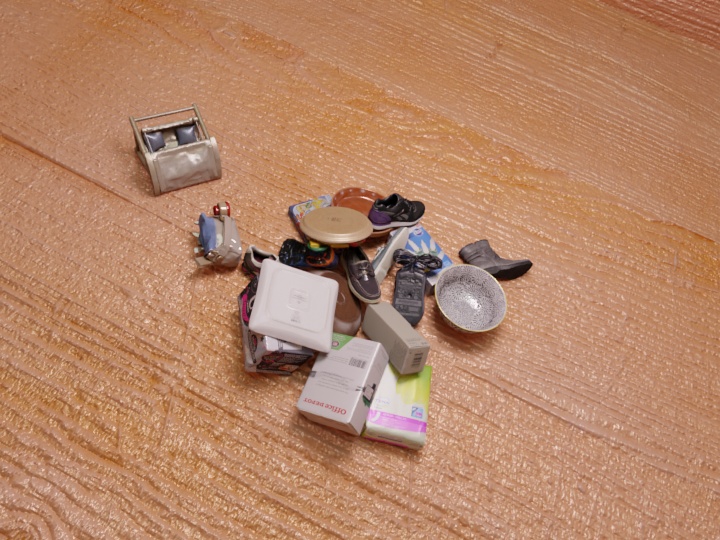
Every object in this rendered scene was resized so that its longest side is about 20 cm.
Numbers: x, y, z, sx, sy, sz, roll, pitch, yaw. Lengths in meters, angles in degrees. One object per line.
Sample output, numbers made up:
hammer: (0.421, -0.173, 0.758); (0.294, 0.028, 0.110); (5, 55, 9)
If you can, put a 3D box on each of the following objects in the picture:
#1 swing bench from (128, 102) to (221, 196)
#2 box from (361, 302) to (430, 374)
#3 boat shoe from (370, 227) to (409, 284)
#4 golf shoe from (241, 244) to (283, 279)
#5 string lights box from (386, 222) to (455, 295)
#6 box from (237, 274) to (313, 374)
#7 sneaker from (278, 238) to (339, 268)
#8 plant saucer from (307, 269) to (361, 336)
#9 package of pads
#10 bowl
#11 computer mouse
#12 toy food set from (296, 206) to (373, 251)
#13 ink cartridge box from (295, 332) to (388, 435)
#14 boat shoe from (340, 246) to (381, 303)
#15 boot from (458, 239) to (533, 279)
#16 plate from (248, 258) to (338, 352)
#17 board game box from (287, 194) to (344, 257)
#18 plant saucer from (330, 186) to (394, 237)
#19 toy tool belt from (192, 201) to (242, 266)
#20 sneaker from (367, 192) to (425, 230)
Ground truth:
swing bench: (-0.521, -0.342, 1.648); (0.197, 0.130, 0.201); (-21, 64, -24)
box: (0.083, 0.162, 1.423); (0.067, 0.083, 0.200); (-1, 30, -31)
boat shoe: (0.060, -0.041, 1.584); (0.061, 0.073, 0.201); (29, 82, 29)
golf shoe: (-0.220, 0.010, 1.507); (0.198, 0.089, 0.078); (28, 54, 5)
string lights box: (0.172, -0.038, 1.640); (0.102, 0.059, 0.201); (-27, 66, -24)
box: (-0.206, 0.129, 1.387); (0.131, 0.115, 0.202); (13, 50, -37)
sneaker: (-0.138, -0.034, 1.538); (0.198, 0.078, 0.076); (12, 78, 36)
plant saucer: (-0.063, 0.075, 1.468); (0.199, 0.037, 0.202); (33, 37, -29)
package of pads: (0.084, 0.309, 1.386); (0.152, 0.069, 0.202); (14, 54, -4)
bowl: (0.280, 0.093, 1.554); (0.197, 0.095, 0.203); (7, 56, -10)
computer mouse: (0.138, 0.052, 1.550); (0.136, 0.053, 0.203); (11, 81, 5)
toy food set: (-0.065, -0.111, 1.501); (0.195, 0.049, 0.201); (0, 30, -10)
ink cartridge box: (-0.039, 0.257, 1.340); (0.144, 0.085, 0.202); (9, 60, 28)
boat shoe: (0.000, 0.000, 1.509); (0.071, 0.065, 0.201); (-8, 45, -19)
boot: (0.393, -0.039, 1.688); (0.197, 0.070, 0.133); (-8, 54, -22)
plate: (-0.146, 0.073, 1.351); (0.197, 0.032, 0.202); (19, 51, -17)
board game box: (-0.104, -0.116, 1.646); (0.134, 0.035, 0.201); (-21, 63, -24)
plant saucer: (0.010, -0.164, 1.663); (0.197, 0.033, 0.202); (10, 44, -10)
toy tool belt: (-0.387, -0.097, 1.521); (0.121, 0.125, 0.202); (-6, 57, -26)
sneaker: (0.112, -0.174, 1.621); (0.198, 0.088, 0.076); (-18, 54, -34)
